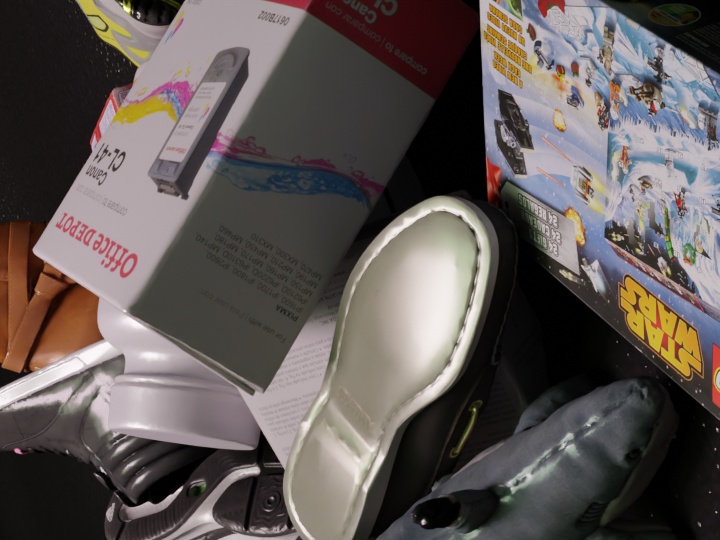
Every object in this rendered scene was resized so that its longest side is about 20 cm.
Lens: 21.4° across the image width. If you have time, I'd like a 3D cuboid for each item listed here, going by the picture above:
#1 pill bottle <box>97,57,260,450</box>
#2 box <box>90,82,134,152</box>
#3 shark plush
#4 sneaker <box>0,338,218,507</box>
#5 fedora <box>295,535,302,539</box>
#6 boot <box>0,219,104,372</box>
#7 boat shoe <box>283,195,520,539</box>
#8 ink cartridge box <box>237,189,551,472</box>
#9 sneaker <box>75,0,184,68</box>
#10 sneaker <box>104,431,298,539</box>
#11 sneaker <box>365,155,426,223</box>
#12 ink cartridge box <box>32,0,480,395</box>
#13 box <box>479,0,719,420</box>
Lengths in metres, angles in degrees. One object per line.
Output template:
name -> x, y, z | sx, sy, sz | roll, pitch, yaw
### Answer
pill bottle -> -0.082, -0.008, 1.031 | 0.112, 0.112, 0.201 | 159, 120, -70
box -> -0.082, -0.017, 1.149 | 0.201, 0.095, 0.100 | 68, 160, 9
shark plush -> 0.044, 0.098, 0.816 | 0.083, 0.199, 0.091 | 37, -142, -68
sneaker -> -0.164, 0.103, 1.136 | 0.200, 0.071, 0.100 | -25, 86, 36
fedora -> -0.002, 0.215, 1.061 | 0.091, 0.201, 0.201 | 30, 142, 21
boot -> -0.174, -0.020, 1.232 | 0.074, 0.154, 0.201 | 97, 179, -60
boat shoe -> 0.026, 0.044, 0.846 | 0.072, 0.060, 0.202 | 50, 133, 29
ink cartridge box -> 0.029, 0.074, 0.930 | 0.161, 0.050, 0.200 | -19, 108, 39
sneaker -> -0.170, -0.194, 1.263 | 0.200, 0.075, 0.077 | -125, 26, -42
sneaker -> -0.052, 0.158, 1.197 | 0.115, 0.200, 0.076 | 41, -133, -42
sneaker -> 0.000, 0.000, 0.986 | 0.073, 0.071, 0.201 | -21, 87, 70
ink cartridge box -> -0.051, -0.061, 0.889 | 0.085, 0.200, 0.147 | 34, 175, -28
box -> 0.109, -0.040, 0.712 | 0.200, 0.040, 0.137 | 46, 147, 51
